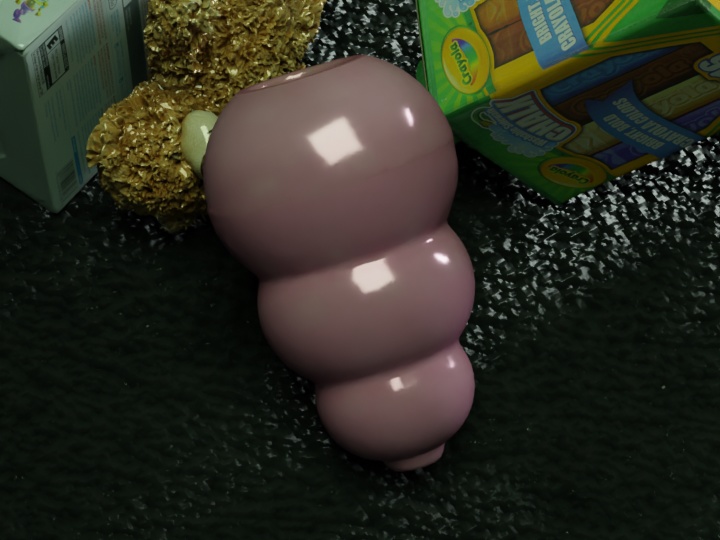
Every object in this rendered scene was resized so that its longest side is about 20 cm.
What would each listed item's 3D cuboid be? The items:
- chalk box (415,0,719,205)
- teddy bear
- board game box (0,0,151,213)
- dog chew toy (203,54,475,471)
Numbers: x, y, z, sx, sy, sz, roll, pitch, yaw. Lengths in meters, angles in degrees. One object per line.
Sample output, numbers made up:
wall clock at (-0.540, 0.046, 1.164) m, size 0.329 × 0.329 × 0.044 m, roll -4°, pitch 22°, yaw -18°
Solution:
chalk box at (0.106, -0.124, 1.381) m, size 0.200 × 0.124 × 0.125 m, roll -24°, pitch 57°, yaw 27°
teddy bear at (-0.059, -0.113, 1.382) m, size 0.067 × 0.145 × 0.200 m, roll 24°, pitch 57°, yaw 20°
board game box at (-0.122, -0.149, 1.393) m, size 0.064 × 0.148 × 0.200 m, roll 34°, pitch 64°, yaw 18°
dog chew toy at (0.000, 0.000, 1.315) m, size 0.124 × 0.125 × 0.200 m, roll -19°, pitch 98°, yaw -13°
